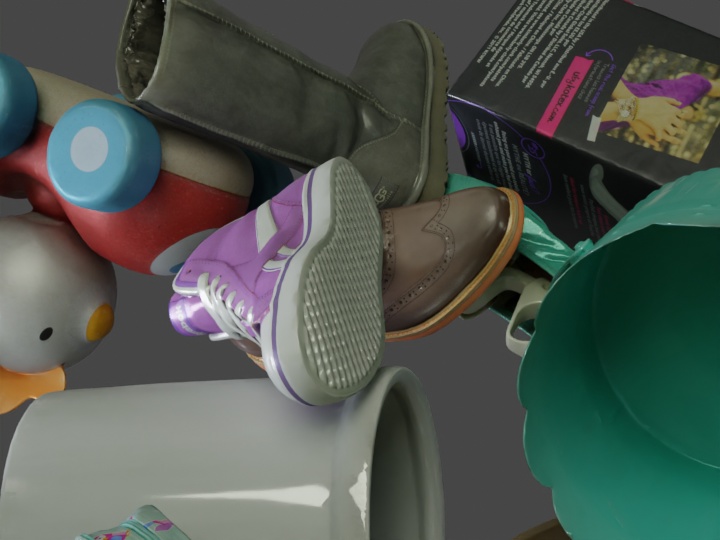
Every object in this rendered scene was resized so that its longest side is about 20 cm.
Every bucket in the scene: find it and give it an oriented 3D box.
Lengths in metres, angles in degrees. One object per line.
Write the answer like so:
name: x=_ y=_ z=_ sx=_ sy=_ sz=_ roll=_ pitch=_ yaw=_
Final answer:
bucket: x=0.185 y=0.051 z=1.285 sx=0.205 sy=0.209 sz=0.135 roll=4 pitch=20 yaw=17

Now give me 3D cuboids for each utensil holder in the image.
utensil holder: x=-0.070 y=0.138 z=1.336 sx=0.198 sy=0.170 sz=0.171 roll=-2 pitch=57 yaw=14

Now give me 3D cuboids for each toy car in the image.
toy car: x=-0.165 y=-0.004 z=1.480 sx=0.176 sy=0.184 sz=0.201 roll=23 pitch=95 yaw=29

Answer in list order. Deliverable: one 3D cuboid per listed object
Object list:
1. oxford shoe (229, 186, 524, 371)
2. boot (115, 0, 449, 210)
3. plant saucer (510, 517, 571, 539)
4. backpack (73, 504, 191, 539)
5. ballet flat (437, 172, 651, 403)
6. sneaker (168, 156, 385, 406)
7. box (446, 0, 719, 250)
oxford shoe: x=0.000 y=0.000 z=1.420 sx=0.199 sy=0.073 sz=0.072 roll=-27 pitch=49 yaw=27
boot: x=-0.046 y=-0.117 z=1.473 sx=0.199 sy=0.073 sz=0.182 roll=21 pitch=33 yaw=-20
plant saucer: x=0.146 y=0.185 z=1.289 sx=0.198 sy=0.030 sz=0.201 roll=-4 pitch=29 yaw=2
backpack: x=-0.090 y=0.213 z=1.197 sx=0.127 sy=0.201 sz=0.166 roll=-43 pitch=28 yaw=-21
ballet flat: x=0.093 y=0.010 z=1.432 sx=0.200 sy=0.068 sz=0.070 roll=34 pitch=49 yaw=29
sneaker: x=-0.049 y=0.025 z=1.322 sx=0.114 sy=0.073 sz=0.201 roll=-26 pitch=21 yaw=17
box: x=0.164 y=-0.067 z=1.437 sx=0.199 sy=0.123 sz=0.106 roll=27 pitch=67 yaw=27
